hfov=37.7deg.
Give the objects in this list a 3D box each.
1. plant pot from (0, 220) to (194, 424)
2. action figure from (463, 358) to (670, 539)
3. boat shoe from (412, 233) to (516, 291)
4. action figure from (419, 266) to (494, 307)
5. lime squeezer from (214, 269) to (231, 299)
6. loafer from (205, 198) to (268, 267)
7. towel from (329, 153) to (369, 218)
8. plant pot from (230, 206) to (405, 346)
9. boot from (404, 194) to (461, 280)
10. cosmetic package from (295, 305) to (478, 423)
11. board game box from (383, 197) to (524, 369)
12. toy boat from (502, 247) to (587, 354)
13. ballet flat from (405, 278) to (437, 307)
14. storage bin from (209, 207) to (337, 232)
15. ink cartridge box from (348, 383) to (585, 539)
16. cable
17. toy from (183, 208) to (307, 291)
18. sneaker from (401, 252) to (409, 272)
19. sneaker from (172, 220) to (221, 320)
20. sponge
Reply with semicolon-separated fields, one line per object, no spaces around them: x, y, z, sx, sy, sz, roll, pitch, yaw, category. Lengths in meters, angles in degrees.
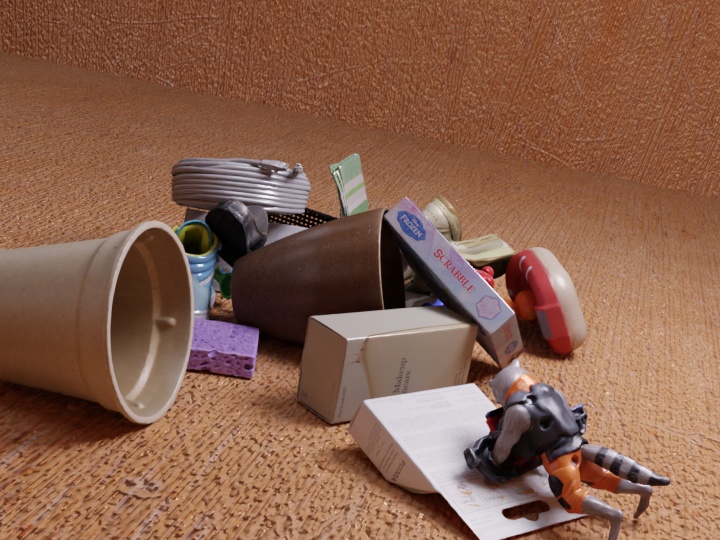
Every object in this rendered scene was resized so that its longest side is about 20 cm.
-0.292;0.048;1.068;0.183;0.201;0.200;2;13;13;plant pot
0.207;0.162;1.033;0.193;0.105;0.200;44;37;19;action figure
0.147;-0.018;1.570;0.200;0.073;0.063;-11;53;-37;boat shoe
0.133;0.064;1.494;0.065;0.099;0.200;22;42;29;action figure
-0.157;0.023;1.443;0.199;0.038;0.071;26;37;10;lime squeezer
-0.156;-0.060;1.385;0.073;0.072;0.200;40;-15;3;loafer
-0.009;-0.072;1.623;0.023;0.201;0.153;-7;11;14;towel
-0.055;0.021;1.333;0.199;0.188;0.187;-4;13;11;plant pot
0.086;-0.007;1.623;0.155;0.200;0.073;-33;55;-13;boot
0.032;0.103;1.197;0.199;0.104;0.073;-5;22;-40;cosmetic package
0.121;0.021;1.327;0.200;0.041;0.200;49;-2;20;board game box
0.241;0.051;1.530;0.130;0.131;0.200;-19;16;3;toy boat
0.049;0.051;1.518;0.067;0.046;0.200;41;33;20;ballet flat
-0.132;-0.050;1.653;0.199;0.094;0.135;19;18;33;storage bin
0.106;0.198;1.050;0.162;0.057;0.200;-3;41;-39;ink cartridge box
-0.170;-0.117;1.508;0.199;0.070;0.200;4;0;7;cable
-0.164;-0.015;1.530;0.199;0.116;0.047;10;-17;-5;toy
0.000;0.000;1.486;0.082;0.200;0.075;-28;82;-43;sneaker
-0.221;-0.011;1.389;0.079;0.131;0.200;5;15;-15;sneaker
-0.220;0.082;1.247;0.199;0.030;0.112;8;16;-6;sponge
